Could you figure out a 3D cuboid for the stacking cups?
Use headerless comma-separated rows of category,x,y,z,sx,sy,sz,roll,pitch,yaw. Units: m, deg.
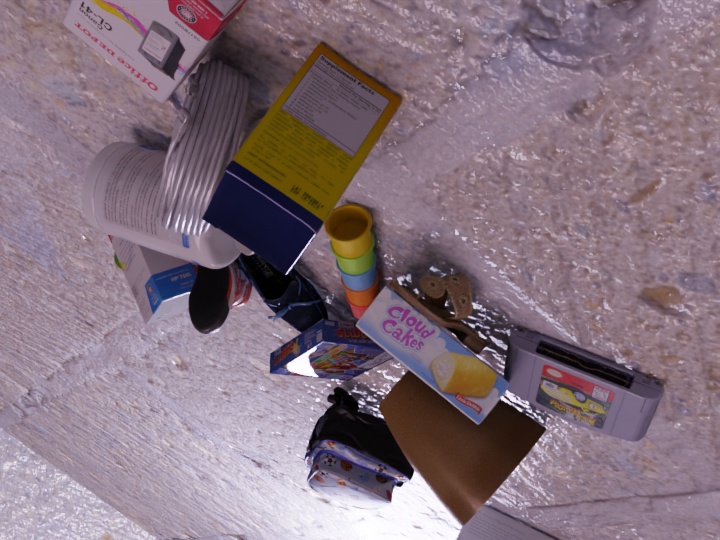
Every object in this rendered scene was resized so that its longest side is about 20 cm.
stacking cups,0.000,0.000,1.302,0.060,0.061,0.200,17,149,23

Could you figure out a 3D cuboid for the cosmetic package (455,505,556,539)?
cosmetic package,0.242,0.546,1.736,0.199,0.200,0.123,24,151,13

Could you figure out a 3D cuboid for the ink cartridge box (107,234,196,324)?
ink cartridge box,-0.314,-0.035,1.471,0.201,0.067,0.116,65,150,10

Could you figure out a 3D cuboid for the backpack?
backpack,-0.004,0.312,1.668,0.200,0.154,0.191,30,159,-4

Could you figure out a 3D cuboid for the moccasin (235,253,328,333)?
moccasin,-0.120,0.028,1.410,0.200,0.080,0.068,45,-168,-24

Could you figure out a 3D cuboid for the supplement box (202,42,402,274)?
supplement box,-0.059,-0.116,1.041,0.109,0.200,0.110,34,149,-4

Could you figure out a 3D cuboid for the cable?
cable,-0.178,-0.139,1.130,0.069,0.200,0.200,15,122,-10

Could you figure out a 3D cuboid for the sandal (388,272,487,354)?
sandal,0.113,0.035,1.254,0.078,0.070,0.212,42,-177,41

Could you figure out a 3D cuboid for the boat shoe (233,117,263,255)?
boat shoe,-0.112,-0.106,1.240,0.074,0.060,0.201,40,135,30

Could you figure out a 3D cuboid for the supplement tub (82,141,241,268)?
supplement tub,-0.252,-0.088,1.326,0.199,0.132,0.132,18,147,22

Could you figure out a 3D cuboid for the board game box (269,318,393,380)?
board game box,-0.035,0.120,1.467,0.135,0.035,0.200,9,158,-26

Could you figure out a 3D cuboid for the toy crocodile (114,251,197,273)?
toy crocodile,-0.300,0.004,1.579,0.199,0.062,0.067,16,-174,21

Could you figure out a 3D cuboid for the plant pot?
plant pot,0.130,0.228,1.427,0.200,0.186,0.187,42,152,12

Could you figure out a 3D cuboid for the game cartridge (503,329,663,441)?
game cartridge,0.281,0.152,1.292,0.199,0.041,0.133,21,152,18

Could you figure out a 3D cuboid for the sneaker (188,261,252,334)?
sneaker,-0.189,0.031,1.407,0.067,0.202,0.108,-24,134,11

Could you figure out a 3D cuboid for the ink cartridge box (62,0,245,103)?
ink cartridge box,-0.212,-0.286,1.048,0.147,0.086,0.200,39,148,-12

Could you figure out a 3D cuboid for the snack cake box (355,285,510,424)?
snack cake box,0.095,0.109,1.291,0.200,0.067,0.115,38,-179,9
